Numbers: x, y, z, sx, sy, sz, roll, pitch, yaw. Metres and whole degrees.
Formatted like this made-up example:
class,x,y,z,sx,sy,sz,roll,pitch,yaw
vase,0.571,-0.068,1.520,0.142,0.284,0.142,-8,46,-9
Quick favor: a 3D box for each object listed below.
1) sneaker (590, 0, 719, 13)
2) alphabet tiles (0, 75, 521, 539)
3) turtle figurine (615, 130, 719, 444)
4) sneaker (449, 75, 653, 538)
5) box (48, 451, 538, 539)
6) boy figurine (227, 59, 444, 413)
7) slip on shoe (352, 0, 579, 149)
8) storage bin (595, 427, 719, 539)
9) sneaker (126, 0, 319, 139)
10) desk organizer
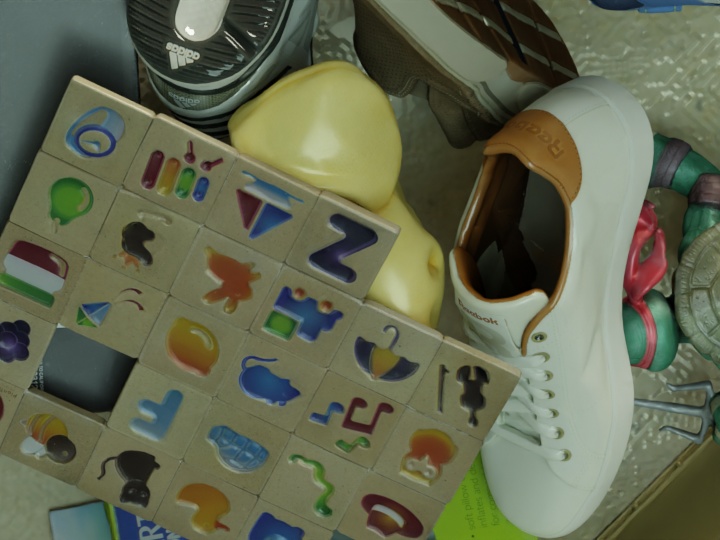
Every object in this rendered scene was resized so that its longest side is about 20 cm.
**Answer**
class,x,y,z,sx,sy,sz,roll,pitch,yaw
sneaker,0.138,-0.141,1.107,0.200,0.082,0.074,7,75,-28
alphabet tiles,-0.049,0.035,1.041,0.200,0.008,0.167,25,119,-6
turtle figurine,0.165,0.009,1.143,0.200,0.101,0.150,-15,103,-16
sneaker,0.061,0.024,1.081,0.085,0.073,0.200,-26,127,-45
box,-0.023,0.135,1.152,0.200,0.048,0.122,-10,76,-8
boy figurine,0.000,0.000,1.075,0.064,0.124,0.200,-20,141,-1
slip on shoe,0.024,-0.094,1.054,0.061,0.200,0.076,-26,72,17
storage bin,0.159,0.177,1.155,0.199,0.200,0.094,-45,110,6
sneaker,-0.034,-0.142,1.071,0.076,0.115,0.201,23,72,7
desk organizer,-0.122,-0.049,1.075,0.072,0.077,0.200,-4,113,-6
